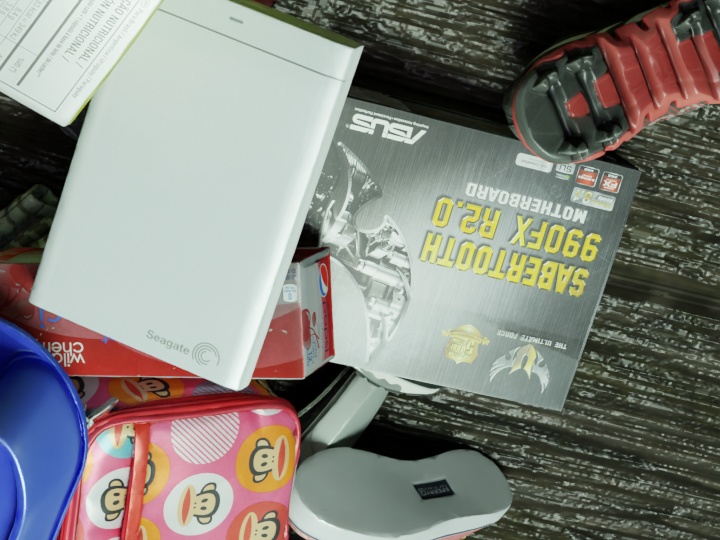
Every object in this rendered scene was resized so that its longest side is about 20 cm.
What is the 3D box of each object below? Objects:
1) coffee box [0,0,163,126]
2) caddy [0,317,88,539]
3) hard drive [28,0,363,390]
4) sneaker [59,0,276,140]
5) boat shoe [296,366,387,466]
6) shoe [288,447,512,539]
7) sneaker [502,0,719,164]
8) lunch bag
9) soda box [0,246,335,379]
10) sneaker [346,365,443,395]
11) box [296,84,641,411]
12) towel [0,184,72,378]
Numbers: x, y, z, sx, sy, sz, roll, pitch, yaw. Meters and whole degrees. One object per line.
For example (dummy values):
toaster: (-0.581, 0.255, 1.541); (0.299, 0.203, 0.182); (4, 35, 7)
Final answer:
coffee box: (-0.169, -0.235, 1.157); (0.198, 0.200, 0.200); (29, 119, -21)
caddy: (-0.236, 0.117, 1.297); (0.141, 0.105, 0.200); (27, 117, 5)
hard drive: (-0.092, -0.051, 1.252); (0.132, 0.027, 0.200); (22, 106, 11)
sneaker: (-0.108, -0.132, 1.302); (0.079, 0.096, 0.200); (33, 120, -26)
boat shoe: (-0.061, 0.123, 1.507); (0.064, 0.071, 0.200); (45, 103, 11)
shoe: (0.007, 0.167, 1.501); (0.200, 0.072, 0.091); (1, 141, -48)
sneaker: (0.168, -0.118, 1.334); (0.200, 0.098, 0.071); (-22, 99, -14)
lunch bag: (-0.133, 0.153, 1.391); (0.176, 0.082, 0.200); (-4, 116, -28)
soda box: (-0.118, 0.024, 1.320); (0.199, 0.063, 0.070); (0, 99, 16)
sneaker: (0.000, 0.000, 1.419); (0.200, 0.076, 0.088); (36, 112, -25)
box: (0.049, -0.014, 1.375); (0.200, 0.048, 0.159); (14, 103, -19)
towel: (-0.187, 0.061, 1.450); (0.165, 0.086, 0.200); (-35, 120, 21)
